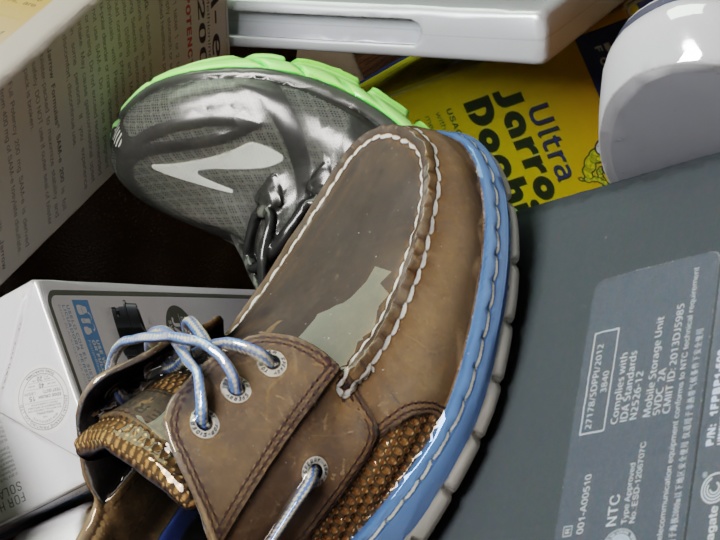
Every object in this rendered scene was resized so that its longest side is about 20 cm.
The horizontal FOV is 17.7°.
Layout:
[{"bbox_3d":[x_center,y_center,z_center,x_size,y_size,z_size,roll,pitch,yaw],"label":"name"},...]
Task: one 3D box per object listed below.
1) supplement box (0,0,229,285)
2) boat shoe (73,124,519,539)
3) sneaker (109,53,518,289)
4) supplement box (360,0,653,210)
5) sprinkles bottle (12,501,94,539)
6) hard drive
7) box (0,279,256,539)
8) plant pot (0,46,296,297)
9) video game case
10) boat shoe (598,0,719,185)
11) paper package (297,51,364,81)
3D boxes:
[{"bbox_3d":[-0.143,-0.066,0.770,0.125,0.074,0.200,14,37,22],"label":"supplement box"},{"bbox_3d":[-0.027,0.047,0.542,0.072,0.072,0.201,6,69,51],"label":"boat shoe"},{"bbox_3d":[0.000,0.000,0.729,0.084,0.199,0.077,-46,-19,-41],"label":"sneaker"},{"bbox_3d":[0.081,-0.051,0.979,0.199,0.110,0.109,-17,12,42],"label":"supplement box"},{"bbox_3d":[0.000,0.071,0.653,0.199,0.069,0.068,-22,10,12],"label":"sprinkles bottle"},{"bbox_3d":[0.061,0.042,0.533,0.199,0.033,0.141,-16,52,43],"label":"hard drive"},{"bbox_3d":[-0.086,0.055,0.760,0.116,0.061,0.200,-27,-12,21],"label":"box"},{"bbox_3d":[-0.113,-0.021,0.976,0.185,0.202,0.187,-2,21,1],"label":"plant pot"},{"bbox_3d":[0.023,-0.120,0.906,0.181,0.023,0.200,6,23,25],"label":"video game case"},{"bbox_3d":[0.119,-0.037,0.605,0.070,0.070,0.200,-6,-23,31],"label":"boat shoe"},{"bbox_3d":[-0.093,-0.060,1.217,0.199,0.192,0.103,-28,8,-23],"label":"paper package"}]
